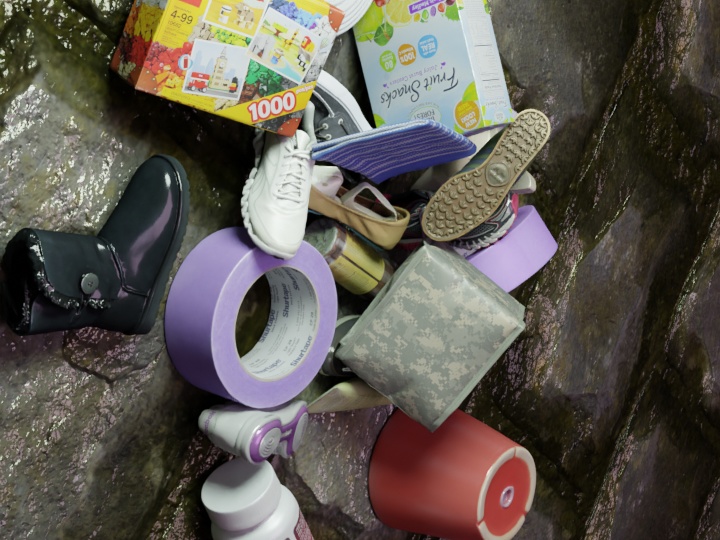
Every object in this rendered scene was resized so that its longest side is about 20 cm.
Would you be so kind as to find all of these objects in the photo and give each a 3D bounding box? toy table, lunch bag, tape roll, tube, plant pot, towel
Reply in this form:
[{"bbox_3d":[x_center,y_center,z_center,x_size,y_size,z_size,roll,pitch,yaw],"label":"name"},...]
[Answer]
[{"bbox_3d":[0.153,-0.151,1.498,0.200,0.183,0.118,18,71,-44],"label":"toy table"},{"bbox_3d":[0.085,0.082,1.388,0.200,0.164,0.118,-51,-178,15],"label":"lunch bag"},{"bbox_3d":[-0.124,0.054,1.290,0.200,0.085,0.201,-15,110,-45],"label":"tape roll"},{"bbox_3d":[0.166,-0.008,1.513,0.200,0.200,0.066,-39,99,-36],"label":"tape roll"},{"bbox_3d":[0.007,0.160,1.487,0.200,0.052,0.058,-5,112,-49],"label":"tube"},{"bbox_3d":[0.139,0.297,1.582,0.200,0.177,0.201,-16,112,-46],"label":"plant pot"},{"bbox_3d":[0.044,-0.136,1.281,0.200,0.144,0.024,6,73,-68],"label":"towel"}]

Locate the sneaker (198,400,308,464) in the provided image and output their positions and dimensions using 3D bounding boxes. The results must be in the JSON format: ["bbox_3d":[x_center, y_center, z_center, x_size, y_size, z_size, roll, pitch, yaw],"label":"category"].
[{"bbox_3d":[-0.125,0.180,1.331,0.200,0.099,0.075,21,88,-73],"label":"sneaker"}]

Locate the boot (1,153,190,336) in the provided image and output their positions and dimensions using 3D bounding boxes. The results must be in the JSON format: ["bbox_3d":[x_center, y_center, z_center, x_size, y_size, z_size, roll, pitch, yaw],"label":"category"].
[{"bbox_3d":[-0.265,-0.028,1.112,0.168,0.076,0.201,8,100,-53],"label":"boot"}]

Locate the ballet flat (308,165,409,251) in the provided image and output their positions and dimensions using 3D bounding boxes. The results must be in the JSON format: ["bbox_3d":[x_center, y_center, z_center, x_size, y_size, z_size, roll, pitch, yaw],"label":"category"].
[{"bbox_3d":[-0.025,-0.092,1.344,0.200,0.069,0.063,27,118,-29],"label":"ballet flat"}]

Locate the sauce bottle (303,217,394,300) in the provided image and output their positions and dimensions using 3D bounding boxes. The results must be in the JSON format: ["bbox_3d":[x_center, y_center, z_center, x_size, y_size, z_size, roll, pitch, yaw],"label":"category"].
[{"bbox_3d":[0.000,0.000,1.434,0.200,0.065,0.065,38,71,-48],"label":"sauce bottle"}]

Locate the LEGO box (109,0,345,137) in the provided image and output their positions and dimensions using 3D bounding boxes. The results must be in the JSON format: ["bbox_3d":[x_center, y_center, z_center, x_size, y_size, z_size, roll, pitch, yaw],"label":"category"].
[{"bbox_3d":[-0.137,-0.241,1.154,0.199,0.077,0.149,12,109,-40],"label":"LEGO box"}]

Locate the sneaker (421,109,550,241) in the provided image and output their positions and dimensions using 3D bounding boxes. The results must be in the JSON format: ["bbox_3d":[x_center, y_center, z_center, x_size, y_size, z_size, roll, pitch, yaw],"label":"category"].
[{"bbox_3d":[0.157,-0.112,1.371,0.200,0.067,0.090,-47,176,6],"label":"sneaker"}]

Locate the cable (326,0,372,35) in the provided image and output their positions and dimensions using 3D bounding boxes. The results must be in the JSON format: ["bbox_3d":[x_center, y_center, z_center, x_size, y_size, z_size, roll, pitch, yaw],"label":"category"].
[{"bbox_3d":[-0.055,-0.361,1.274,0.200,0.069,0.201,9,93,-50],"label":"cable"}]

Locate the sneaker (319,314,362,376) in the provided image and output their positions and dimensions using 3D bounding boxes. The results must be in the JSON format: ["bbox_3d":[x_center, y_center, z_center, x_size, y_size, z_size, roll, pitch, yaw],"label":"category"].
[{"bbox_3d":[0.037,0.100,1.468,0.200,0.106,0.075,-15,111,-46],"label":"sneaker"}]

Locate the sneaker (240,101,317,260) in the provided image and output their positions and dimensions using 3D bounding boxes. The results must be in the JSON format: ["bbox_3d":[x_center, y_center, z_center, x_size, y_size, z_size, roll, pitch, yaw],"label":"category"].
[{"bbox_3d":[-0.085,-0.107,1.239,0.075,0.081,0.201,15,57,-25],"label":"sneaker"}]

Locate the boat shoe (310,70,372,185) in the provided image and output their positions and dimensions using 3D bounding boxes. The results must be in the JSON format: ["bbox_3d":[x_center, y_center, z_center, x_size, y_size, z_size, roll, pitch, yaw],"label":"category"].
[{"bbox_3d":[-0.039,-0.173,1.349,0.066,0.070,0.200,-64,145,-18],"label":"boat shoe"}]

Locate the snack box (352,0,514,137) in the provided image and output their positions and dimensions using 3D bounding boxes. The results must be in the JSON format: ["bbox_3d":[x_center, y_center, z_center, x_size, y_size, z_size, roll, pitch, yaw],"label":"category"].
[{"bbox_3d":[0.083,-0.254,1.345,0.068,0.168,0.201,-17,93,-45],"label":"snack box"}]

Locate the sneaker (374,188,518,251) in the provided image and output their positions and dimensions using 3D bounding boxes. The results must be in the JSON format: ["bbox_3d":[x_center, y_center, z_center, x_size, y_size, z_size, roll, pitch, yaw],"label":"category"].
[{"bbox_3d":[0.109,-0.071,1.435,0.075,0.199,0.081,49,42,-45],"label":"sneaker"}]

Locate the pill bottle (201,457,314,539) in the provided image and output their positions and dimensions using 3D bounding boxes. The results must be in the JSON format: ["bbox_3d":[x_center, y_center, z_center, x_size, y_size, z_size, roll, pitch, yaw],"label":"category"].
[{"bbox_3d":[-0.116,0.328,1.348,0.110,0.109,0.201,-43,129,-33],"label":"pill bottle"}]
